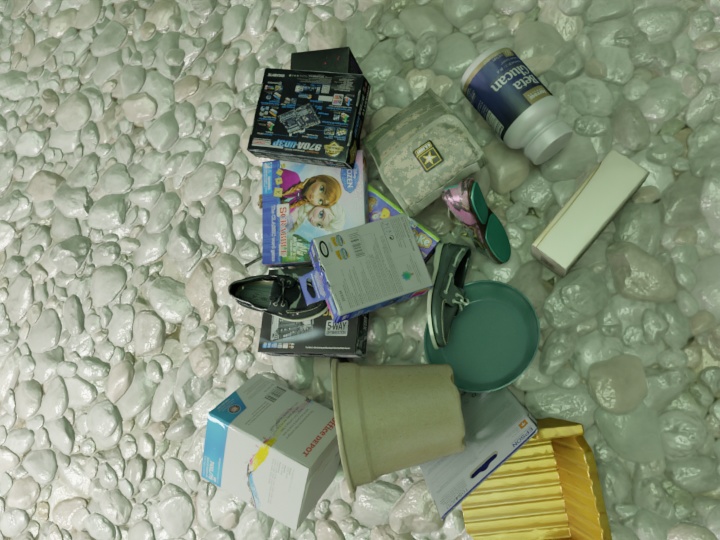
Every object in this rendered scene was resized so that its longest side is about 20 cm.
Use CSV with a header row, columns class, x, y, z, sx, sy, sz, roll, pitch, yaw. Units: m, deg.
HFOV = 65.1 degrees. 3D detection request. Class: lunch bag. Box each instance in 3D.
class,x,y,z,sx,sy,sz,roll,pitch,yaw
lunch bag,0.111,-0.199,0.980,0.164,0.118,0.201,-35,41,9

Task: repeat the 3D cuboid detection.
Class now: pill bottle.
class,x,y,z,sx,sy,sz,roll,pitch,yaw
pill bottle,0.275,-0.286,0.987,0.111,0.111,0.201,-38,74,8

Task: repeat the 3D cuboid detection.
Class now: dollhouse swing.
class,x,y,z,sx,sy,sz,roll,pitch,yaw
dollhouse swing,0.254,0.348,0.878,0.174,0.182,0.202,-8,80,-3

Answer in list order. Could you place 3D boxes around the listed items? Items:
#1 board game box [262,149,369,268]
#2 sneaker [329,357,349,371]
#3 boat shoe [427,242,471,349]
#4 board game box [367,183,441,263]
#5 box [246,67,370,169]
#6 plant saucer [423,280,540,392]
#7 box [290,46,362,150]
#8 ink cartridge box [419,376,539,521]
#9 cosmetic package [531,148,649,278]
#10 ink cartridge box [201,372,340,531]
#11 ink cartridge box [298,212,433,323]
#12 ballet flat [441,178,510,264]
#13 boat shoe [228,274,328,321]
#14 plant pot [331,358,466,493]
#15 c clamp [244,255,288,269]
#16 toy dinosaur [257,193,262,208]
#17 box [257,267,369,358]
class,x,y,z,sx,sy,sz,roll,pitch,yaw
board game box,-0.083,-0.111,1.040,0.198,0.041,0.202,-5,80,13
sneaker,0.025,0.223,1.004,0.114,0.076,0.200,-31,78,8
boat shoe,0.154,0.039,0.965,0.061,0.073,0.201,-2,58,21
board game box,0.032,-0.061,1.052,0.200,0.045,0.135,39,91,15
box,-0.094,-0.274,1.013,0.199,0.046,0.160,10,85,18
plant saucer,0.207,0.114,0.961,0.199,0.036,0.201,-13,59,22
box,-0.068,-0.310,1.092,0.121,0.106,0.202,0,81,15
ink cartridge box,0.182,0.276,0.893,0.200,0.200,0.041,-45,106,6
cosmetic package,0.375,-0.090,0.934,0.073,0.103,0.200,40,93,18
ink cartridge box,-0.147,0.307,0.978,0.199,0.147,0.147,22,116,18
ink cartridge box,0.000,0.000,0.933,0.199,0.076,0.137,-17,76,-15
ballet flat,0.193,-0.081,0.957,0.071,0.200,0.069,1,58,37
boat shoe,-0.148,0.041,0.991,0.198,0.066,0.075,9,76,28
plant pot,0.061,0.223,0.872,0.182,0.201,0.202,-10,79,1
c clamp,-0.109,0.020,1.100,0.170,0.027,0.201,-36,73,3
toy dinosaur,-0.120,-0.143,1.107,0.199,0.058,0.102,-16,77,13
box,-0.081,0.075,1.016,0.199,0.050,0.159,-2,72,25
